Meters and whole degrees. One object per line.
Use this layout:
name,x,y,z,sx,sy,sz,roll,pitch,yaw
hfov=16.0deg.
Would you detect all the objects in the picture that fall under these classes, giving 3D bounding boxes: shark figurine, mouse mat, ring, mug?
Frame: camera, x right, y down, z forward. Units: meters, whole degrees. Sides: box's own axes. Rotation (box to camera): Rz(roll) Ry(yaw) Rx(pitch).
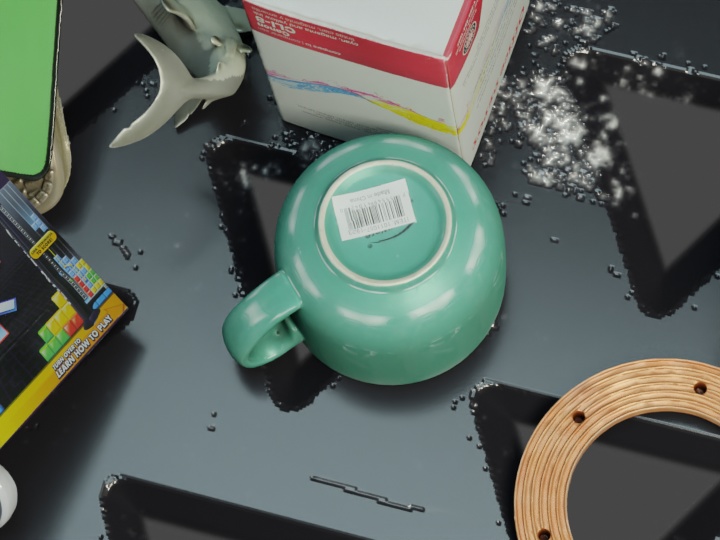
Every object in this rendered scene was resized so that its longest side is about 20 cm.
shark figurine,-0.116,-0.131,1.741,0.128,0.215,0.090,23,114,-18
mouse mat,-0.289,-0.151,1.744,0.200,0.008,0.161,9,99,24
ring,0.199,0.155,1.664,0.200,0.019,0.201,-1,70,3
mug,0.011,0.000,1.678,0.152,0.114,0.185,27,75,12

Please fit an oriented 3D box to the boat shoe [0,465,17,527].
boat shoe,-0.325,0.143,1.668,0.200,0.074,0.067,10,28,17

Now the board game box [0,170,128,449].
board game box,-0.268,0.032,1.637,0.165,0.057,0.200,48,49,-11

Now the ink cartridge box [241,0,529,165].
ink cartridge box,0.022,-0.178,1.695,0.144,0.200,0.145,17,73,12

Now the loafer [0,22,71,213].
loafer,-0.243,-0.135,1.766,0.076,0.068,0.200,-23,85,27
